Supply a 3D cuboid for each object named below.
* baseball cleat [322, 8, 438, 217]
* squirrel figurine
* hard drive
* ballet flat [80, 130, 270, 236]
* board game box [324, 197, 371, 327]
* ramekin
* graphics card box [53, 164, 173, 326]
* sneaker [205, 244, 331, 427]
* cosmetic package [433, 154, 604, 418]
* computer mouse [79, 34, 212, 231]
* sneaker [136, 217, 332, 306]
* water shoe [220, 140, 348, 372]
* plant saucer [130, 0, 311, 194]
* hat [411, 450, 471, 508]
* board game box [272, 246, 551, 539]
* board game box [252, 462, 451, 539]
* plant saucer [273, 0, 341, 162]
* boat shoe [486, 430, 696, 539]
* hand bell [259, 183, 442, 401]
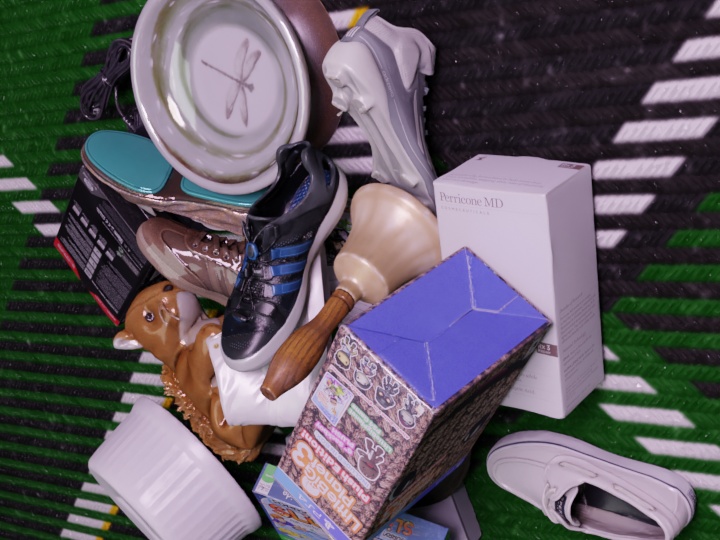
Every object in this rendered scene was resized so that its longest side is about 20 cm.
[{"bbox_3d":[0.042,-0.130,0.986,0.069,0.107,0.200,22,156,39],"label":"baseball cleat"},{"bbox_3d":[-0.163,0.102,1.208,0.186,0.142,0.201,30,142,4],"label":"squirrel figurine"},{"bbox_3d":[0.020,0.223,1.218,0.199,0.027,0.133,-10,106,41],"label":"hard drive"},{"bbox_3d":[-0.177,-0.075,1.125,0.199,0.068,0.067,20,148,12],"label":"ballet flat"},{"bbox_3d":[0.000,0.000,1.109,0.199,0.035,0.127,22,125,28],"label":"board game box"},{"bbox_3d":[-0.212,0.247,1.310,0.200,0.098,0.201,40,160,18],"label":"ramekin"},{"bbox_3d":[-0.263,-0.032,1.259,0.126,0.051,0.200,51,149,5],"label":"graphics card box"},{"bbox_3d":[-0.084,0.041,1.044,0.114,0.074,0.202,-3,72,6],"label":"sneaker"},{"bbox_3d":[0.134,0.010,0.977,0.112,0.081,0.202,7,118,38],"label":"cosmetic package"},{"bbox_3d":[-0.187,-0.143,1.166,0.200,0.046,0.140,47,137,3],"label":"computer mouse"},{"bbox_3d":[-0.115,-0.004,1.117,0.199,0.071,0.076,34,118,-9],"label":"sneaker"},{"bbox_3d":[-0.080,-0.015,0.987,0.071,0.201,0.079,9,158,37],"label":"water shoe"},{"bbox_3d":[-0.118,-0.171,1.053,0.199,0.050,0.202,12,114,29],"label":"plant saucer"},{"bbox_3d":[0.004,0.168,1.125,0.199,0.081,0.202,18,125,27],"label":"hat"},{"bbox_3d":[0.038,0.106,0.943,0.097,0.159,0.201,42,136,18],"label":"board game box"},{"bbox_3d":[-0.001,0.266,1.179,0.198,0.035,0.136,16,151,21],"label":"board game box"},{"bbox_3d":[-0.102,-0.191,1.092,0.199,0.032,0.202,17,121,30],"label":"plant saucer"},{"bbox_3d":[0.193,0.200,1.041,0.199,0.066,0.073,14,121,32],"label":"boat shoe"},{"bbox_3d":[-0.020,0.031,0.964,0.104,0.200,0.105,28,147,20],"label":"hand bell"}]
